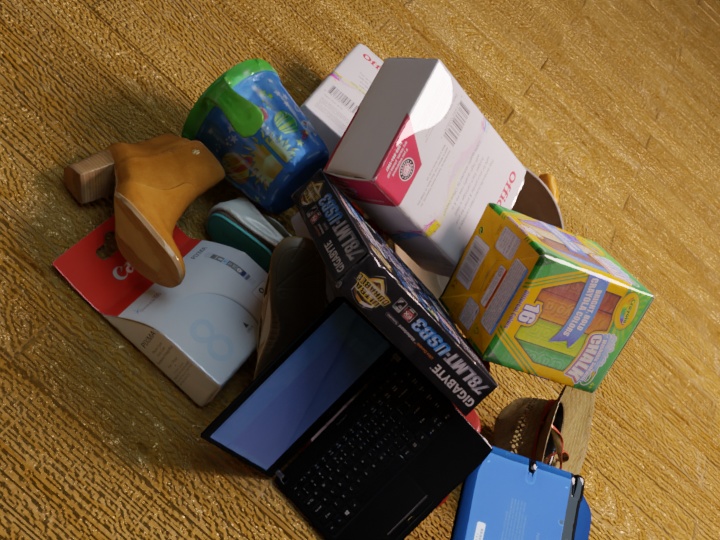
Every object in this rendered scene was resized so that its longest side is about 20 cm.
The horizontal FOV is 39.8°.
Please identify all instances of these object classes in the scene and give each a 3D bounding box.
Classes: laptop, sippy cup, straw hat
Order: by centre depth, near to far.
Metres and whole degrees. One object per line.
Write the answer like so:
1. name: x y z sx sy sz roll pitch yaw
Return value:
1. laptop: -0.007 0.155 0.894 0.200 0.177 0.103 47 2 4
2. sippy cup: -0.107 -0.139 1.098 0.130 0.140 0.177 44 33 13
3. straw hat: 0.193 0.190 1.116 0.084 0.205 0.201 12 29 28

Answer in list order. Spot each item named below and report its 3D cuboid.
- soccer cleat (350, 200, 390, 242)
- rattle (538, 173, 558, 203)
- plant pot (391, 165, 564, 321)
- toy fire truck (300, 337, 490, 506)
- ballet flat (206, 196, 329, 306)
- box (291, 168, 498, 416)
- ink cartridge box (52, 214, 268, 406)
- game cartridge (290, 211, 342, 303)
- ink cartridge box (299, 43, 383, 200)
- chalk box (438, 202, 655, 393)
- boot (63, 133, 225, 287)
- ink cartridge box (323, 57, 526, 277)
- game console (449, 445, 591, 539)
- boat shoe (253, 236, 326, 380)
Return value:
1. soccer cleat: 0.018 -0.097 1.127 0.069 0.084 0.202 54 47 -36
2. rattle: 0.289 -0.031 1.354 0.197 0.145 0.130 21 2 -14
3. plant pot: 0.138 -0.018 1.190 0.196 0.135 0.204 -2 70 4
4. toy fire truck: 0.036 0.137 1.030 0.165 0.113 0.202 19 41 -1
5. ballet flat: -0.079 -0.009 1.077 0.200 0.070 0.069 42 39 3
6. box: 0.028 0.017 0.948 0.198 0.050 0.201 45 7 -30
7. ink cartridge box: -0.179 0.013 0.986 0.200 0.047 0.160 44 39 -3
8. game cartridge: 0.000 0.000 1.104 0.199 0.040 0.135 27 32 -59
9. ink cartridge box: -0.002 -0.185 1.284 0.144 0.085 0.201 40 41 -6
10. chalk box: 0.205 0.035 1.026 0.197 0.126 0.124 17 21 -27
11. boot: -0.189 -0.074 0.998 0.143 0.072 0.201 -25 52 -36
12. ink cartridge box: 0.073 -0.103 1.044 0.200 0.085 0.149 43 69 -42
13. game console: 0.153 0.298 0.969 0.168 0.119 0.203 18 65 -4
14. boat shoe: -0.064 0.066 0.965 0.072 0.204 0.066 8 7 -5
